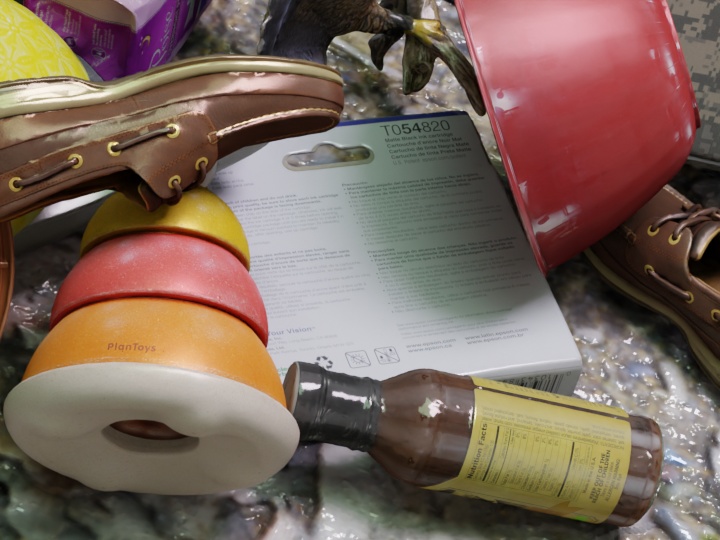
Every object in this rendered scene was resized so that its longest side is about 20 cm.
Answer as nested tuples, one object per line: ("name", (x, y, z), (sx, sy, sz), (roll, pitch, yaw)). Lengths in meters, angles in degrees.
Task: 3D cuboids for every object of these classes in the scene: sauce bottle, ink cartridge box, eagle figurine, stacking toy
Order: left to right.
("stacking toy", (-0.097, 0.004, 1.140), (0.146, 0.146, 0.200), (8, 64, -6))
("eagle figurine", (-0.024, -0.172, 1.284), (0.200, 0.151, 0.152), (6, 18, -47))
("ink cartridge box", (0.000, 0.000, 1.263), (0.199, 0.041, 0.200), (-6, 51, -17))
("sauce bottle", (0.056, 0.086, 1.170), (0.200, 0.065, 0.065), (14, 47, -12))

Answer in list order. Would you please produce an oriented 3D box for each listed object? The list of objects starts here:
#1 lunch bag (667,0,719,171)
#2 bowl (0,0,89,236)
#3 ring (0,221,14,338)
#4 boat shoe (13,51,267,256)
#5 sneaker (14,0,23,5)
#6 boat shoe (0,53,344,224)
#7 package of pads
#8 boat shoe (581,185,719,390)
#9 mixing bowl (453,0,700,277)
("lunch bag", (0.239, -0.139, 1.376), (0.200, 0.139, 0.168), (12, 20, -2))
("bowl", (-0.253, -0.093, 1.186), (0.200, 0.108, 0.200), (-14, 44, 14))
("ring", (-0.269, -0.006, 1.122), (0.200, 0.201, 0.019), (25, 9, 9))
("boat shoe", (-0.151, -0.059, 1.223), (0.200, 0.074, 0.060), (-23, 85, 1))
("sneaker", (-0.242, -0.204, 1.355), (0.076, 0.088, 0.200), (-8, 52, -19))
("boat shoe", (-0.102, -0.061, 1.100), (0.200, 0.072, 0.068), (-9, 79, -16))
("package of pads", (-0.131, -0.181, 1.339), (0.076, 0.121, 0.200), (22, 48, 7))
("boat shoe", (0.192, -0.008, 1.286), (0.072, 0.068, 0.200), (-26, 59, -30))
("mixing bowl", (0.120, -0.108, 1.225), (0.108, 0.200, 0.200), (-18, 51, 5))
